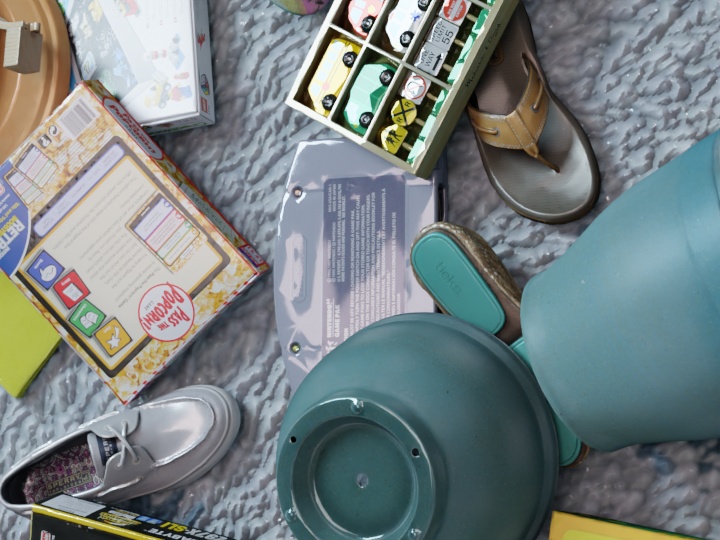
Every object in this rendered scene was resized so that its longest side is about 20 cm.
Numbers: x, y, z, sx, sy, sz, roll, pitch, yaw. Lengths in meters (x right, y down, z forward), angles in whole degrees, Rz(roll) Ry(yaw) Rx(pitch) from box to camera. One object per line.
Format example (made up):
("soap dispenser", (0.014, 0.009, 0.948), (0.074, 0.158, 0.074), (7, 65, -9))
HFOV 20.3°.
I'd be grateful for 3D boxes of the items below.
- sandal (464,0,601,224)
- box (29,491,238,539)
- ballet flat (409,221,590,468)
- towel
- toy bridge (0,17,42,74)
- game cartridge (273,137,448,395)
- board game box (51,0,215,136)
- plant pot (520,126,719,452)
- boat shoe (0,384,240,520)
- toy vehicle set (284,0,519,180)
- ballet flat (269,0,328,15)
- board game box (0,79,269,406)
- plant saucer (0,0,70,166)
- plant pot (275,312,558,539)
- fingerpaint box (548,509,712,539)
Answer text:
("sandal", (0.113, -0.127, 1.476), (0.081, 0.055, 0.202), (-20, 77, 16))
("box", (-0.174, 0.281, 1.499), (0.158, 0.049, 0.202), (11, 104, 21))
("ballet flat", (0.111, 0.047, 1.445), (0.070, 0.065, 0.201), (-33, 85, 26))
("towel", (-0.240, 0.000, 1.608), (0.086, 0.018, 0.201), (41, 98, 25))
("toy bridge", (-0.325, -0.181, 1.590), (0.198, 0.027, 0.068), (-4, 79, 35))
("game cartridge", (0.000, 0.000, 1.511), (0.132, 0.041, 0.202), (-1, 82, 16))
("board game box", (-0.184, -0.204, 1.596), (0.125, 0.035, 0.202), (-9, 76, 19))
("plant pot", (0.219, 0.029, 1.356), (0.187, 0.199, 0.202), (-29, 74, 30))
("boat shoe", (-0.189, 0.139, 1.542), (0.198, 0.068, 0.073), (-18, 78, 17))
("toy vehicle set", (0.041, -0.184, 1.481), (0.124, 0.026, 0.201), (29, 94, 24))
("ballet flat", (-0.088, -0.286, 1.548), (0.069, 0.071, 0.201), (-29, 75, -30))
("board game box", (-0.192, -0.022, 1.546), (0.151, 0.046, 0.200), (-43, 89, 10))
("plant saucer", (-0.319, -0.153, 1.619), (0.199, 0.037, 0.202), (-6, 78, 32))
("plant pot", (0.021, 0.136, 1.384), (0.198, 0.134, 0.203), (3, 96, 25))
("fingerpaint box", (0.200, 0.280, 1.383), (0.165, 0.073, 0.202), (9, 86, 21))
